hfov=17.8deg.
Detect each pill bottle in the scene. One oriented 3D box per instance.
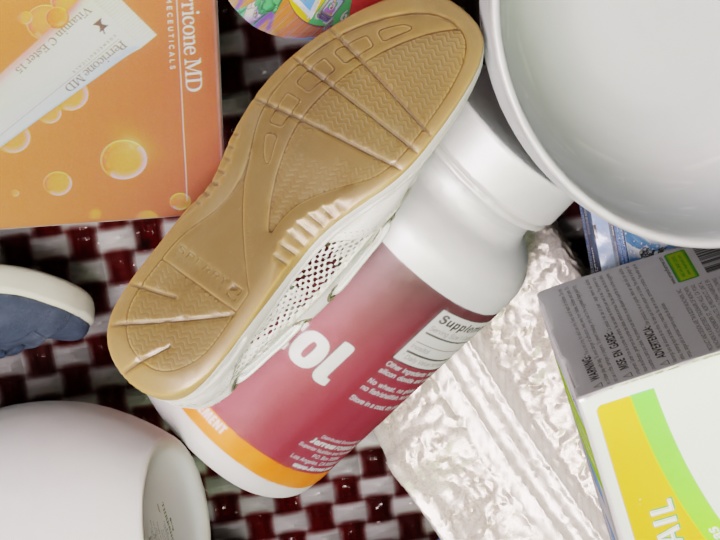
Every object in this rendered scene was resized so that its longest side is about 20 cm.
[{"bbox_3d":[0.000,0.000,1.032,0.113,0.113,0.200,35,112,-28],"label":"pill bottle"}]

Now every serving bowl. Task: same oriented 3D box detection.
[{"bbox_3d":[0.136,-0.111,0.976,0.199,0.066,0.201,-1,94,-18],"label":"serving bowl"}]

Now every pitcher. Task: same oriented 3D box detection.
[{"bbox_3d":[-0.167,0.146,1.032,0.199,0.121,0.172,-8,110,18],"label":"pitcher"}]

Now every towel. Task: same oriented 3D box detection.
[{"bbox_3d":[0.087,0.082,1.088,0.132,0.034,0.200,-36,87,19],"label":"towel"}]

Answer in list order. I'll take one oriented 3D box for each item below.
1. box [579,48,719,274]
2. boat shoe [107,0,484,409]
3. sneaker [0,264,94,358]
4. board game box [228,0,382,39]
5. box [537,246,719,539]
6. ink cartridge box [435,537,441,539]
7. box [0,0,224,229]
[{"bbox_3d":[0.199,-0.038,1.041,0.199,0.040,0.138,-10,92,-1],"label":"box"},{"bbox_3d":[-0.022,-0.027,0.944,0.200,0.071,0.069,-48,158,-1],"label":"boat shoe"},{"bbox_3d":[-0.203,0.039,1.007,0.199,0.075,0.085,3,84,-42],"label":"sneaker"},{"bbox_3d":[0.032,-0.166,0.914,0.158,0.039,0.200,-12,137,-49],"label":"board game box"},{"bbox_3d":[0.156,0.102,0.987,0.101,0.113,0.201,-18,113,2],"label":"box"},{"bbox_3d":[-0.029,0.213,1.150,0.119,0.042,0.200,-24,159,-48],"label":"ink cartridge box"},{"bbox_3d":[-0.159,-0.092,0.953,0.199,0.098,0.125,-5,125,-6],"label":"box"}]
